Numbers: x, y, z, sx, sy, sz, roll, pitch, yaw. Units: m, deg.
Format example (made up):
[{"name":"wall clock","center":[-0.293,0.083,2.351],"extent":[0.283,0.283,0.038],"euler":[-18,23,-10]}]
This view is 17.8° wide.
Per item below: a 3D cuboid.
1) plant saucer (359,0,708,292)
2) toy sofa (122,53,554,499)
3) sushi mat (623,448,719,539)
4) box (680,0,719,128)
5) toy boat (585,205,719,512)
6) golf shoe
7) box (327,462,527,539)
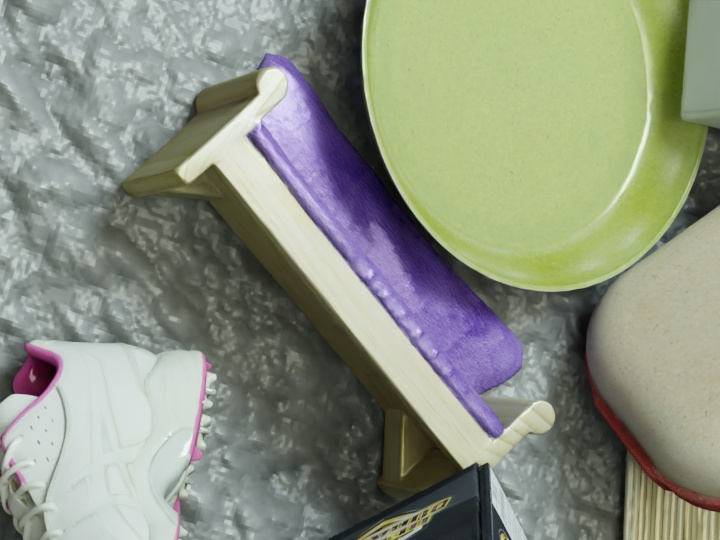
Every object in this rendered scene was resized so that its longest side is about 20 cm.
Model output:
[{"name":"plant saucer","center":[0.076,-0.090,1.048],"extent":[0.199,0.031,0.201],"euler":[2,86,-33]},{"name":"toy sofa","center":[0.000,0.000,1.001],"extent":[0.098,0.083,0.200],"euler":[-43,104,-17]},{"name":"sushi mat","center":[0.165,0.176,1.100],"extent":[0.095,0.012,0.201],"euler":[4,87,-22]},{"name":"box","center":[0.246,-0.160,1.082],"extent":[0.152,0.106,0.201],"euler":[9,84,-34]},{"name":"toy boat","center":[0.210,0.037,1.073],"extent":[0.200,0.131,0.131],"euler":[-34,146,-1]},{"name":"golf shoe","center":[-0.113,0.100,0.918],"extent":[0.091,0.200,0.076],"euler":[17,124,-9]},{"name":"box","center":[-0.027,0.162,0.885],"extent":[0.199,0.199,0.050],"euler":[-27,98,9]}]
